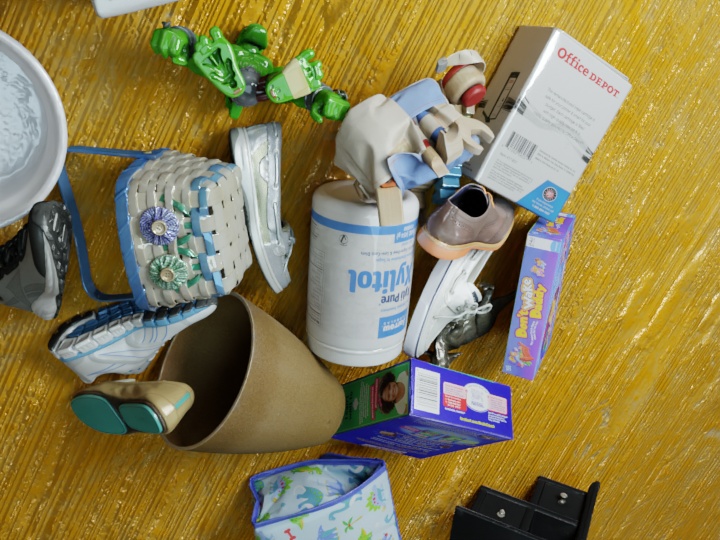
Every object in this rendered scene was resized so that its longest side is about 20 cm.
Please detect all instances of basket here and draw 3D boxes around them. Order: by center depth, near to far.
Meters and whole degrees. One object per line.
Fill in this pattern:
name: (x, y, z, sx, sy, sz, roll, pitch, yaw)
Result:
basket: (-0.227, -0.050, 0.754, 0.197, 0.139, 0.178, 1, 115, 16)

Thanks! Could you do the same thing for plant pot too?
plant pot: (-0.119, 0.150, 0.861, 0.199, 0.186, 0.187, 31, 99, -40)

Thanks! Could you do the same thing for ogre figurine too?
ogre figurine: (-0.120, -0.208, 0.729, 0.198, 0.120, 0.099, -6, 110, -20)

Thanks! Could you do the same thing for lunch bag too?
lunch bag: (-0.046, 0.362, 0.992, 0.197, 0.128, 0.172, -13, 116, -4)

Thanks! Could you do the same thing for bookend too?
bookend: (0.272, 0.404, 1.136, 0.200, 0.197, 0.093, -33, 133, -58)

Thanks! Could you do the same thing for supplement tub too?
supplement tub: (0.000, 0.000, 0.855, 0.130, 0.132, 0.203, -4, 113, -19)

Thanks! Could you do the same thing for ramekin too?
ramekin: (-0.386, -0.146, 0.666, 0.198, 0.098, 0.203, -8, 115, -18)

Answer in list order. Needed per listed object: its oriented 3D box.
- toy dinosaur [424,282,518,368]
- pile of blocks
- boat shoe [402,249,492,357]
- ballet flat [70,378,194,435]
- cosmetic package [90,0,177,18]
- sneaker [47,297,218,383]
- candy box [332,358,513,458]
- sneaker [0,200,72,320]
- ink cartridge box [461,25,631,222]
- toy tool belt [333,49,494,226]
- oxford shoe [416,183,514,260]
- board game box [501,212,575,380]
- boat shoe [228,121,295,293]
toy dinosaur: (0.149, 0.070, 0.985, 0.200, 0.077, 0.103, -40, 141, -20)
pile of blocks: (0.089, -0.141, 0.857, 0.061, 0.082, 0.202, 0, 112, -21)
boat shoe: (0.130, 0.033, 0.906, 0.203, 0.085, 0.075, -60, 165, -20)
ballet flat: (-0.265, 0.157, 0.816, 0.063, 0.198, 0.069, -42, 118, -43)
cosmetic package: (-0.179, -0.331, 0.608, 0.163, 0.200, 0.167, -20, 118, -12)
sneaker: (-0.258, 0.076, 0.829, 0.198, 0.075, 0.087, -19, 126, 0)
candy box: (0.075, 0.191, 0.930, 0.168, 0.199, 0.078, 19, 60, -27)
sneaker: (-0.338, -0.006, 0.705, 0.078, 0.075, 0.200, 11, 149, -24)
ink cartridge box: (0.228, -0.186, 0.889, 0.145, 0.084, 0.202, 23, 101, -27)
toy tool belt: (0.077, -0.136, 0.756, 0.199, 0.125, 0.124, -30, 76, -13)
oxford shoe: (0.150, -0.069, 0.862, 0.199, 0.071, 0.073, -25, 148, -52)
board game box: (0.249, 0.030, 0.964, 0.044, 0.134, 0.203, 14, 112, 20)
boat shoe: (-0.106, -0.071, 0.819, 0.064, 0.074, 0.204, -14, 109, -10)
